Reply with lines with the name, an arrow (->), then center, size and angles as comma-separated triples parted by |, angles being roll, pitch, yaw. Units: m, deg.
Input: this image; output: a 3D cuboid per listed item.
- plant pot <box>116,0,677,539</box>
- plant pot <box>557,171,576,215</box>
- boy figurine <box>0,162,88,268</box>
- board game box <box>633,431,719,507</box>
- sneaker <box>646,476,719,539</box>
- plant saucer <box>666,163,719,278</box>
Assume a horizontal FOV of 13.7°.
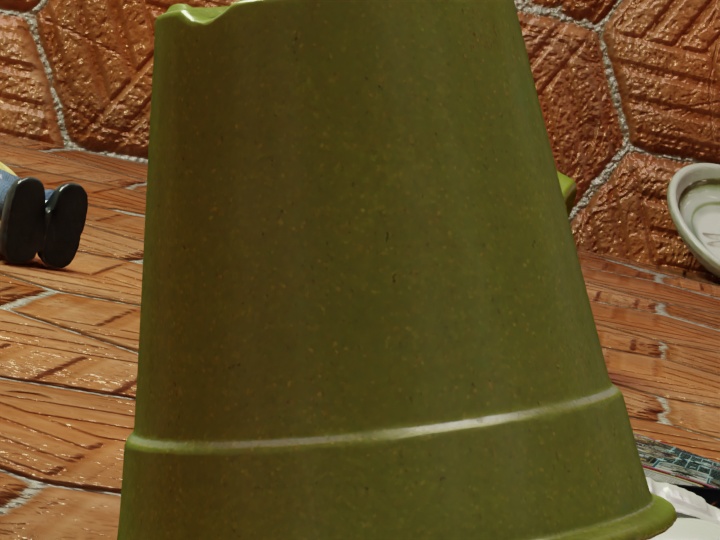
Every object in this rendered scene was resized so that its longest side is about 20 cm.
plant pot -> 0.000, 0.000, 1.013 | 0.199, 0.191, 0.200 | -5, 4, 0
plant pot -> 0.039, -0.042, 2.049 | 0.192, 0.201, 0.200 | 25, 7, 8
boy figurine -> -0.276, -0.055, 1.984 | 0.199, 0.065, 0.124 | 16, 6, 38
board game box -> 0.100, 0.094, 1.428 | 0.135, 0.035, 0.199 | 9, 6, -41
sneaker -> 0.160, 0.128, 1.080 | 0.198, 0.074, 0.080 | 7, 16, 0
plant saucer -> 0.429, -0.036, 3.418 | 0.199, 0.050, 0.201 | 19, 38, -16
